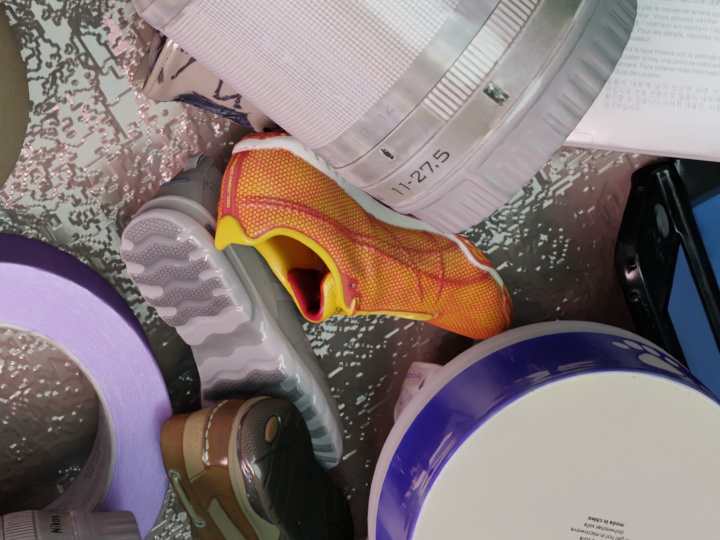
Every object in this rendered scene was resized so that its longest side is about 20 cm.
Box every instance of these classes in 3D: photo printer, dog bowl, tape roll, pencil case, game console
[{"bbox_3d":[0.173,-0.161,0.978,0.164,0.069,0.202,6,102,7],"label":"photo printer"},{"bbox_3d":[0.107,0.132,0.940,0.198,0.079,0.202,-3,105,-12],"label":"dog bowl"},{"bbox_3d":[-0.199,0.085,0.978,0.198,0.066,0.202,-3,105,-13],"label":"tape roll"},{"bbox_3d":[-0.016,-0.090,0.970,0.199,0.089,0.079,23,70,-18],"label":"pencil case"},{"bbox_3d":[0.232,0.028,1.044,0.115,0.176,0.201,-16,110,21],"label":"game console"}]

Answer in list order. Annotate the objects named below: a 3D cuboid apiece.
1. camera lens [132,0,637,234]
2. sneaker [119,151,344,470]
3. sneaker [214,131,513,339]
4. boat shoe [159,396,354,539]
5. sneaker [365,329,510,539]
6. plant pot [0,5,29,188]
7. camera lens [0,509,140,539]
[{"bbox_3d":[0.006,-0.134,0.850,0.199,0.160,0.160,37,94,-14],"label":"camera lens"},{"bbox_3d":[-0.052,0.026,0.993,0.074,0.082,0.201,-4,130,26],"label":"sneaker"},{"bbox_3d":[0.000,0.000,0.970,0.199,0.073,0.078,27,70,-34],"label":"sneaker"},{"bbox_3d":[-0.054,0.135,1.006,0.073,0.076,0.201,2,137,19],"label":"boat shoe"},{"bbox_3d":[0.036,0.112,1.028,0.100,0.075,0.200,48,65,-13],"label":"sneaker"},{"bbox_3d":[-0.235,-0.084,0.877,0.134,0.200,0.202,14,103,-52],"label":"plant pot"},{"bbox_3d":[-0.195,0.203,0.883,0.198,0.160,0.162,-8,106,-11],"label":"camera lens"}]
